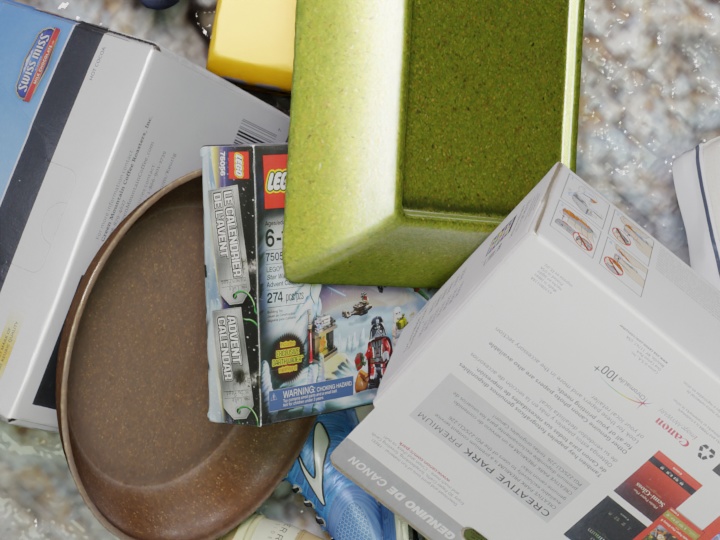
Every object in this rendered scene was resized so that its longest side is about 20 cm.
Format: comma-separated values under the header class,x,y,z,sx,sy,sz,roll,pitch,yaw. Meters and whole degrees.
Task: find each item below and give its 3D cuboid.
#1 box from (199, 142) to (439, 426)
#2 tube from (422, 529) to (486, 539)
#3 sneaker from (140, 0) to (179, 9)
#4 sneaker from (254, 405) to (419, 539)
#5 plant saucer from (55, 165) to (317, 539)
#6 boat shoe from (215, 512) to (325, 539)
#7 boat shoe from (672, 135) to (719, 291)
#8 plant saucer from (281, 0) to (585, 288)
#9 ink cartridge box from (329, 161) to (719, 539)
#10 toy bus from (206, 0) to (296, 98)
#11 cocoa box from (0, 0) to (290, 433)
class,x,y,z,sx,sy,sz,roll,pitch,yaw
box,0.000,0.000,0.954,0.040,0.200,0.138,1,96,39
tube,0.099,0.092,0.999,0.058,0.052,0.200,18,123,-15
sneaker,-0.103,-0.245,1.027,0.082,0.074,0.201,16,82,-1
sneaker,-0.017,0.110,1.037,0.089,0.079,0.201,-13,83,4
plant saucer,-0.088,0.042,0.932,0.037,0.200,0.201,15,89,37
boat shoe,-0.049,0.231,1.006,0.066,0.074,0.201,8,112,17
boat shoe,0.233,-0.004,0.991,0.086,0.202,0.075,-30,130,26
plant saucer,0.052,-0.090,0.931,0.200,0.048,0.201,3,90,-46
ink cartridge box,0.114,0.080,0.908,0.200,0.084,0.176,39,121,-6
toy bus,0.017,-0.121,1.028,0.199,0.078,0.065,10,90,-3
cocoa box,-0.152,-0.023,0.971,0.131,0.133,0.201,20,89,34
